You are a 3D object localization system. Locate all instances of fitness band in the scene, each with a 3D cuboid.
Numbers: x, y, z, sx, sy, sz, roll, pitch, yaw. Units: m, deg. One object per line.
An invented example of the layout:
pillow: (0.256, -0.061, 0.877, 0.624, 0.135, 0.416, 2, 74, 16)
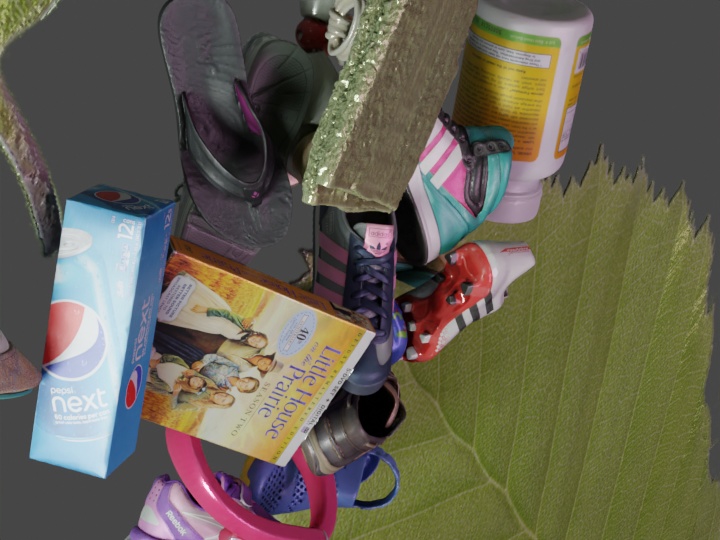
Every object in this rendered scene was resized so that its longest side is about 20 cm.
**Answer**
fitness band: (-0.087, 0.172, 1.480, 0.037, 0.144, 0.200, -31, 148, 27)

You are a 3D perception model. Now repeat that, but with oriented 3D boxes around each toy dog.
toy dog: (-0.014, -0.147, 1.387, 0.096, 0.132, 0.201, 5, 119, -33)

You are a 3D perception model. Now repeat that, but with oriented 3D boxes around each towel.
towel: (0.023, -0.138, 1.313, 0.148, 0.036, 0.201, 6, 107, -65)

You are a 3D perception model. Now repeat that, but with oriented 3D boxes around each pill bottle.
pill bottle: (0.141, -0.151, 1.600, 0.111, 0.111, 0.201, -21, 129, -47)

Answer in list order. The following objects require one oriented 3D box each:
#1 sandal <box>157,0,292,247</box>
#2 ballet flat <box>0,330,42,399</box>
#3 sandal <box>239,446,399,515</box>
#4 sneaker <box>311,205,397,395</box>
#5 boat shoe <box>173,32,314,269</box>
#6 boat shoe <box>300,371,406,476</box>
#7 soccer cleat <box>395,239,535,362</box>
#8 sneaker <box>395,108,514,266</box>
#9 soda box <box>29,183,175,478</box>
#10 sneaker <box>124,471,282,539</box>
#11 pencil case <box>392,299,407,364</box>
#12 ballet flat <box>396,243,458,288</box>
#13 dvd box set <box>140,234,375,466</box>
sandal: (-0.102, -0.105, 1.280, 0.075, 0.048, 0.201, -21, 109, -10)
ballet flat: (-0.288, 0.055, 1.180, 0.200, 0.068, 0.068, -3, 108, -56)
sandal: (-0.033, 0.190, 1.617, 0.199, 0.087, 0.080, -9, 122, -49)
sneaker: (0.000, 0.000, 1.452, 0.070, 0.082, 0.201, 1, 71, -24)
boat shoe: (-0.097, -0.085, 1.351, 0.074, 0.065, 0.203, 14, 101, -28)
boat shoe: (0.008, 0.131, 1.575, 0.075, 0.073, 0.200, 66, 22, -7)
soccer cleat: (0.087, 0.028, 1.575, 0.085, 0.069, 0.200, -12, 159, -30)
sneaker: (0.072, -0.117, 1.509, 0.120, 0.083, 0.201, -25, 114, -29)
soda box: (-0.190, 0.043, 1.278, 0.068, 0.064, 0.201, -45, 146, -72)
sneaker: (-0.108, 0.221, 1.509, 0.199, 0.080, 0.089, 12, 88, -33)
pencil case: (-0.039, 0.062, 1.522, 0.087, 0.078, 0.200, -42, 163, 35)
ballet flat: (0.033, -0.022, 1.601, 0.200, 0.068, 0.063, 17, 70, -60)
dvd box set: (-0.105, 0.068, 1.375, 0.199, 0.029, 0.147, 24, 110, -33)
